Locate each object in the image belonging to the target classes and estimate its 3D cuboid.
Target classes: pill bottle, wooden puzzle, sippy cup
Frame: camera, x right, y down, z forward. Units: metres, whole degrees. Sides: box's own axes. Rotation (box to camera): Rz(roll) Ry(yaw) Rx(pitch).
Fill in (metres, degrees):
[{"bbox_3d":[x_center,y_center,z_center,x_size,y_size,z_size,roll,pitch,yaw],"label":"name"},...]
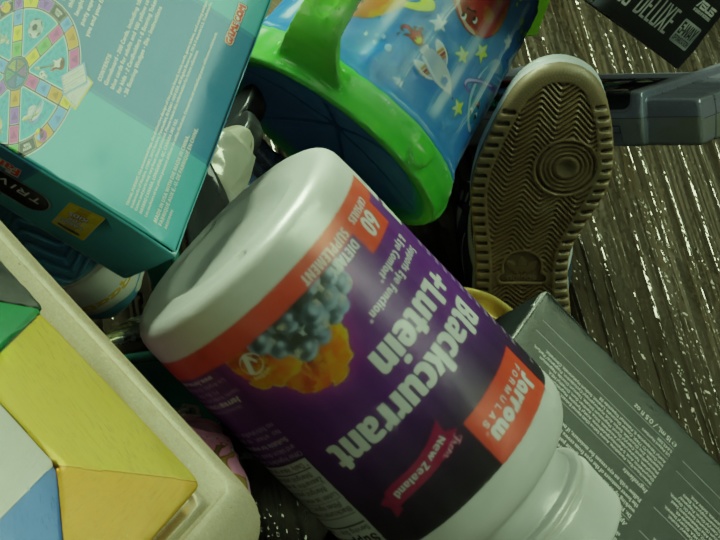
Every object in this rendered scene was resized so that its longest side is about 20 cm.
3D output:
[{"bbox_3d":[0.013,0.056,1.012,0.200,0.111,0.112,45,31,-15],"label":"pill bottle"},{"bbox_3d":[-0.137,0.070,0.860,0.200,0.037,0.185,51,43,-7],"label":"wooden puzzle"},{"bbox_3d":[0.019,-0.114,1.237,0.139,0.178,0.131,41,75,-13],"label":"sippy cup"}]

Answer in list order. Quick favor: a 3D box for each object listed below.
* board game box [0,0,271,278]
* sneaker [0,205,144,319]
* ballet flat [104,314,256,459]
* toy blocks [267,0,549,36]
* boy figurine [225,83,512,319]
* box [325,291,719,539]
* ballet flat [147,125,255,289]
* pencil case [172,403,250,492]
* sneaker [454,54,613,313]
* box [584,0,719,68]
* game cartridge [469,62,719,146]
[{"bbox_3d":[-0.141,-0.113,0.993,0.199,0.047,0.152,32,61,-24],"label":"board game box"},{"bbox_3d":[-0.151,-0.069,1.091,0.081,0.076,0.201,59,12,-68],"label":"sneaker"},{"bbox_3d":[-0.065,0.049,1.086,0.199,0.072,0.072,10,48,-41],"label":"ballet flat"},{"bbox_3d":[-0.006,-0.180,1.369,0.199,0.100,0.137,-9,40,-41],"label":"toy blocks"},{"bbox_3d":[0.000,0.000,1.217,0.200,0.064,0.125,39,20,-13],"label":"boy figurine"},{"bbox_3d":[0.104,0.134,1.151,0.200,0.079,0.141,44,54,-9],"label":"box"},{"bbox_3d":[-0.088,-0.071,1.133,0.073,0.073,0.201,-18,86,-57],"label":"ballet flat"},{"bbox_3d":[-0.141,0.070,0.949,0.199,0.083,0.087,26,39,-32],"label":"pencil case"},{"bbox_3d":[0.088,-0.046,1.285,0.069,0.201,0.109,4,37,-3],"label":"sneaker"},{"bbox_3d":[0.084,-0.199,1.277,0.200,0.050,0.157,44,10,31],"label":"box"},{"bbox_3d":[0.122,-0.093,1.364,0.129,0.199,0.039,-13,103,-59],"label":"game cartridge"}]
